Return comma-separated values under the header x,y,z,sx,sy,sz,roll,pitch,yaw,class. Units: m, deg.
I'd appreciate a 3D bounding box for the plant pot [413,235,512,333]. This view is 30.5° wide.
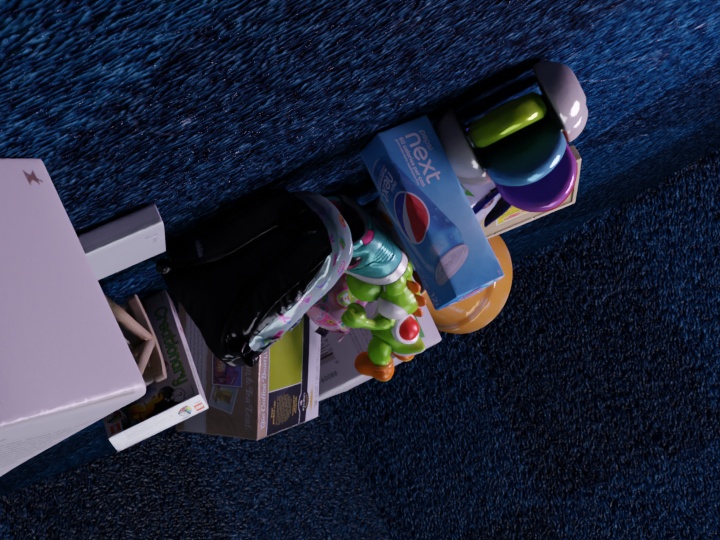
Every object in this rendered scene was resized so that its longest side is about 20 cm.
x,y,z,sx,sy,sz,roll,pitch,yaw,class
0.127,-0.001,2.239,0.200,0.201,0.183,-29,156,29,plant pot

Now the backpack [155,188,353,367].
x,y,z,sx,sy,sz,roll,pitch,yaw,class
-0.107,-0.008,1.493,0.200,0.167,0.127,-40,175,17,backpack

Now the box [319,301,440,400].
x,y,z,sx,sy,sz,roll,pitch,yaw,class
-0.017,0.073,2.073,0.200,0.199,0.171,-28,173,18,box

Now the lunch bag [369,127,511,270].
x,y,z,sx,sy,sz,roll,pitch,yaw,class
0.126,-0.105,1.687,0.200,0.124,0.170,-39,177,-15,lunch bag

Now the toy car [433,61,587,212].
x,y,z,sx,sy,sz,roll,pitch,yaw,class
0.187,-0.137,1.513,0.175,0.150,0.200,-26,173,9,toy car

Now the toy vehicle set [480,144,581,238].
x,y,z,sx,sy,sz,roll,pitch,yaw,class
0.213,-0.099,1.858,0.200,0.027,0.124,-22,154,-7,toy vehicle set

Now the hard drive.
x,y,z,sx,sy,sz,roll,pitch,yaw,class
-0.291,-0.003,1.315,0.200,0.026,0.132,-24,173,-11,hard drive

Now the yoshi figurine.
x,y,z,sx,sy,sz,roll,pitch,yaw,class
0.025,0.050,1.772,0.112,0.113,0.200,-5,138,-8,yoshi figurine

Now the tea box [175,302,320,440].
x,y,z,sx,sy,sz,roll,pitch,yaw,class
-0.153,0.117,1.843,0.133,0.201,0.197,4,-176,22,tea box

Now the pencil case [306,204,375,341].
x,y,z,sx,sy,sz,roll,pitch,yaw,class
0.000,0.000,1.833,0.200,0.087,0.087,-53,180,-15,pencil case

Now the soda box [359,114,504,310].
x,y,z,sx,sy,sz,roll,pitch,yaw,class
0.078,-0.063,1.458,0.068,0.200,0.064,-23,172,-24,soda box

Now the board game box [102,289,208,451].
x,y,z,sx,sy,sz,roll,pitch,yaw,class
-0.278,0.125,1.686,0.126,0.200,0.035,-26,136,-2,board game box

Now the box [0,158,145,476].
x,y,z,sx,sy,sz,roll,pitch,yaw,class
-0.298,0.045,0.922,0.171,0.199,0.200,-29,172,22,box

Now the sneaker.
x,y,z,sx,sy,sz,roll,pitch,yaw,class
-0.047,-0.043,1.685,0.200,0.121,0.084,7,-121,35,sneaker

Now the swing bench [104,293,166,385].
x,y,z,sx,sy,sz,roll,pitch,yaw,class
-0.353,0.121,1.588,0.199,0.130,0.200,-26,173,2,swing bench
